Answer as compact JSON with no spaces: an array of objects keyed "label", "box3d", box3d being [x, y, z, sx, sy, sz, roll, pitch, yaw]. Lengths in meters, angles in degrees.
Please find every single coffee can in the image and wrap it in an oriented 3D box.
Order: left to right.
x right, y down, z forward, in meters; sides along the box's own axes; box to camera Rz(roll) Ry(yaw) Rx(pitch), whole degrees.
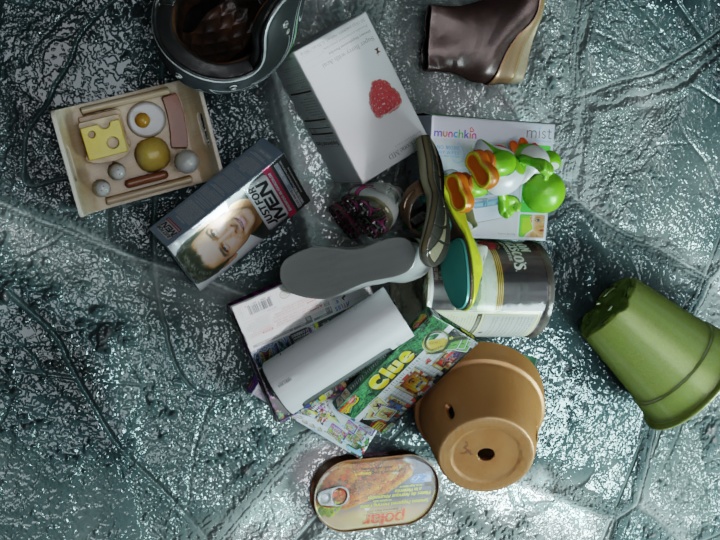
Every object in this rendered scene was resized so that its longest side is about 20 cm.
[{"label":"coffee can","box3d":[0.161,0.027,1.482,0.200,0.146,0.146,1,96,-19]}]

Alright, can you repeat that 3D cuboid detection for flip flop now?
[{"label":"flip flop","box3d":[0.080,-0.091,1.328,0.058,0.081,0.200,-11,60,13]}]

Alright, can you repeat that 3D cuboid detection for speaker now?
[{"label":"speaker","box3d":[-0.029,0.106,1.357,0.200,0.081,0.081,-33,106,0]}]

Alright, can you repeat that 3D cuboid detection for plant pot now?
[{"label":"plant pot","box3d":[0.177,0.225,1.473,0.200,0.140,0.200,0,121,0]},{"label":"plant pot","box3d":[0.455,0.113,1.592,0.190,0.200,0.200,41,82,-6]}]

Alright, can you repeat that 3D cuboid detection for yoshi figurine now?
[{"label":"yoshi figurine","box3d":[0.217,-0.118,1.389,0.200,0.112,0.112,-13,116,-42]}]

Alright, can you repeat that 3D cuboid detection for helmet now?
[{"label":"helmet","box3d":[-0.172,-0.326,1.299,0.200,0.200,0.191,20,128,-20]}]

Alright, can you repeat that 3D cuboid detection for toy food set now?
[{"label":"toy food set","box3d":[-0.294,-0.166,1.344,0.200,0.060,0.144,-17,102,-17]}]

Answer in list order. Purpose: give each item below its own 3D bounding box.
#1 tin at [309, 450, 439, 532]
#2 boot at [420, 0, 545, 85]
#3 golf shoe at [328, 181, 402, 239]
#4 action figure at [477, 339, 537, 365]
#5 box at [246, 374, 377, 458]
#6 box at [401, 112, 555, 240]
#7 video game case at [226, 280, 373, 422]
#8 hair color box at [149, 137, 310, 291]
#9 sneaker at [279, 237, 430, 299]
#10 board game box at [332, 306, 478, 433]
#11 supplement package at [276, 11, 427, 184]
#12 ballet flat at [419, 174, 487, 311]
[{"label":"tin","box3d":[0.021,0.332,1.527,0.200,0.042,0.112,-1,93,-19]},{"label":"boot","box3d":[0.179,-0.376,1.480,0.166,0.072,0.200,5,98,-22]},{"label":"golf shoe","box3d":[0.019,-0.095,1.390,0.092,0.200,0.073,-38,101,-10]},{"label":"action figure","box3d":[0.158,0.138,1.544,0.200,0.055,0.118,30,88,-16]},{"label":"box","box3d":[-0.047,0.168,1.481,0.200,0.039,0.137,34,84,-19]},{"label":"box","box3d":[0.172,-0.138,1.496,0.200,0.097,0.177,2,98,-19]},{"label":"video game case","box3d":[-0.064,0.091,1.428,0.200,0.036,0.181,-25,101,-15]},{"label":"hair color box","box3d":[-0.175,-0.076,1.377,0.200,0.061,0.099,-40,137,-11]},{"label":"sneaker","box3d":[0.000,0.000,1.382,0.200,0.116,0.074,-7,84,22]},{"label":"board game box","box3d":[0.063,0.144,1.429,0.105,0.023,0.200,32,110,-34]},{"label":"supplement package","box3d":[-0.014,-0.235,1.403,0.121,0.120,0.200,-33,106,-14]},{"label":"ballet flat","box3d":[0.138,-0.043,1.385,0.067,0.067,0.200,-5,70,-33]}]
